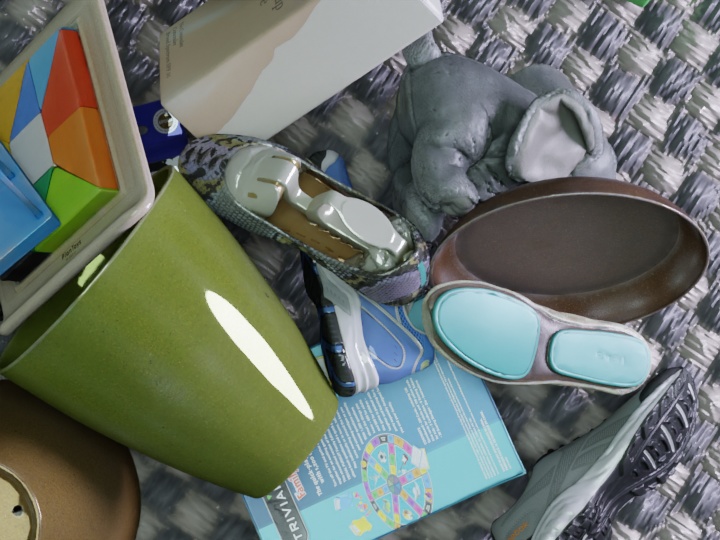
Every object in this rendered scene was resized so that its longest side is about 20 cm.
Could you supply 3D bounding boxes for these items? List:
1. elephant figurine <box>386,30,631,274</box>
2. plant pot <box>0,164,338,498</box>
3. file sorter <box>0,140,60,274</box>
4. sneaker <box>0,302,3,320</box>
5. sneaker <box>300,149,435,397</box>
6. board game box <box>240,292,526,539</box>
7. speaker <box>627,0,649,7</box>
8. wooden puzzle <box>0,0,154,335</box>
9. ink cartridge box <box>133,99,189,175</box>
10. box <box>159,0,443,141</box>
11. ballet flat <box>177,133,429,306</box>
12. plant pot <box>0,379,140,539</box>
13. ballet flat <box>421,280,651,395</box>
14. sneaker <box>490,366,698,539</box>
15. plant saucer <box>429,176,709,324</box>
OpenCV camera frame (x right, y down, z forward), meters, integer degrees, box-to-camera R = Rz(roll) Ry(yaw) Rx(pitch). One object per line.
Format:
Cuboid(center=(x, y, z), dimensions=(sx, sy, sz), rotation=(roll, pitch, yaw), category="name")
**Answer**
Cuboid(center=(0.126, -0.089, 1.700), dimensions=(0.199, 0.155, 0.142), rotation=(-2, 55, -10), category="elephant figurine")
Cuboid(center=(-0.118, 0.061, 1.630), dimensions=(0.200, 0.187, 0.187), rotation=(41, 89, -12), category="plant pot")
Cuboid(center=(-0.327, -0.075, 1.586), dimensions=(0.139, 0.123, 0.200), rotation=(-39, 51, -1), category="file sorter")
Cuboid(center=(-0.339, -0.021, 1.715), dimensions=(0.199, 0.074, 0.080), rotation=(13, 70, 0), category="sneaker")
Cuboid(center=(0.000, 0.000, 1.692), dimensions=(0.077, 0.076, 0.201), rotation=(-9, 61, -8), category="sneaker")
Cuboid(center=(0.001, 0.121, 1.722), dimensions=(0.200, 0.047, 0.151), rotation=(-24, 87, 0), category="board game box")
Cuboid(center=(0.156, -0.286, 1.712), dimensions=(0.200, 0.088, 0.088), rotation=(41, 89, 1), category="speaker")
Cuboid(center=(-0.220, -0.081, 1.619), dimensions=(0.037, 0.185, 0.201), rotation=(11, 55, -39), category="wooden puzzle")
Cuboid(center=(-0.158, -0.024, 1.734), dimensions=(0.094, 0.037, 0.201), rotation=(-14, 87, 0), category="ink cartridge box")
Cuboid(center=(-0.044, -0.174, 1.664), dimensions=(0.200, 0.095, 0.078), rotation=(-33, 126, 20), category="box")
Cuboid(center=(-0.037, -0.048, 1.625), dimensions=(0.200, 0.072, 0.072), rotation=(30, 89, 7), category="ballet flat")
Cuboid(center=(-0.258, 0.171, 1.647), dimensions=(0.186, 0.200, 0.187), rotation=(0, 88, 0), category="plant pot")
Cuboid(center=(0.119, 0.053, 1.684), dimensions=(0.200, 0.062, 0.068), rotation=(17, 85, -27), category="ballet flat")
Cuboid(center=(0.173, 0.142, 1.709), dimensions=(0.200, 0.074, 0.079), rotation=(-46, 46, -14), category="sneaker")
Cuboid(center=(0.147, -0.014, 1.658), dimensions=(0.199, 0.200, 0.032), rotation=(-4, 60, 0), category="plant saucer")
